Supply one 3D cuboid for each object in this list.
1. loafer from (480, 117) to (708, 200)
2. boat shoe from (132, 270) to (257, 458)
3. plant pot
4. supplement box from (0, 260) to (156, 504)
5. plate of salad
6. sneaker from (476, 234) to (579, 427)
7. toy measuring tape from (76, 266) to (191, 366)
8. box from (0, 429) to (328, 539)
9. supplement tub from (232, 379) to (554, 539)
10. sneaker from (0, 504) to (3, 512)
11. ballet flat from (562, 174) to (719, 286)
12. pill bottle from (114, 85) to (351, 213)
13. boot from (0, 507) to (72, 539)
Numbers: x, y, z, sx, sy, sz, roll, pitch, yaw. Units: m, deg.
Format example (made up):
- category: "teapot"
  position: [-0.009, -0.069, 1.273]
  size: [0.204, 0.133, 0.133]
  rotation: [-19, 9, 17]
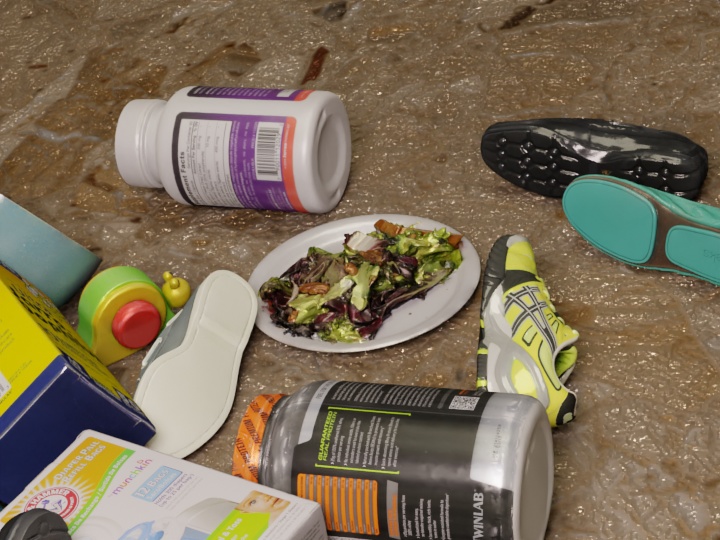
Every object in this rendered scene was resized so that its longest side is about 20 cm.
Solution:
- category: "loafer"
  position: [0.206, -0.100, 1.519]
  size: [0.200, 0.068, 0.070]
  rotation: [10, 30, 19]
- category: "boat shoe"
  position: [-0.139, 0.085, 1.358]
  size: [0.062, 0.073, 0.200]
  rotation: [-40, 20, 42]
- category: "plant pot"
  position: [-0.337, -0.006, 1.438]
  size: [0.200, 0.200, 0.135]
  rotation: [27, 83, 42]
- category: "supplement box"
  position: [-0.261, 0.082, 1.288]
  size: [0.110, 0.109, 0.200]
  rotation: [-47, 45, -1]
- category: "plate of salad"
  position: [0.000, 0.000, 1.439]
  size: [0.200, 0.048, 0.200]
  rotation: [-7, 34, 4]
- category: "sneaker"
  position: [0.128, 0.052, 1.318]
  size: [0.076, 0.075, 0.200]
  rotation: [2, 45, 5]
- category: "toy measuring tape"
  position: [-0.228, 0.047, 1.410]
  size: [0.200, 0.074, 0.074]
  rotation: [-26, 37, -22]
- category: "box"
  position: [-0.129, 0.197, 1.134]
  size: [0.200, 0.101, 0.112]
  rotation: [14, 40, 31]
- category: "supplement tub"
  position: [0.022, 0.138, 1.163]
  size: [0.200, 0.123, 0.123]
  rotation: [4, 36, 19]
- category: "sneaker"
  position: [-0.324, 0.191, 1.221]
  size: [0.131, 0.080, 0.200]
  rotation: [-41, 48, -4]
- category: "ballet flat"
  position: [0.260, -0.031, 1.414]
  size: [0.200, 0.067, 0.070]
  rotation: [24, 22, 40]
- category: "pill bottle"
  position: [-0.118, -0.112, 1.578]
  size: [0.200, 0.112, 0.111]
  rotation: [5, 36, 20]
- category: "boot"
  position: [-0.283, 0.212, 1.109]
  size: [0.200, 0.165, 0.066]
  rotation: [12, 11, 30]
